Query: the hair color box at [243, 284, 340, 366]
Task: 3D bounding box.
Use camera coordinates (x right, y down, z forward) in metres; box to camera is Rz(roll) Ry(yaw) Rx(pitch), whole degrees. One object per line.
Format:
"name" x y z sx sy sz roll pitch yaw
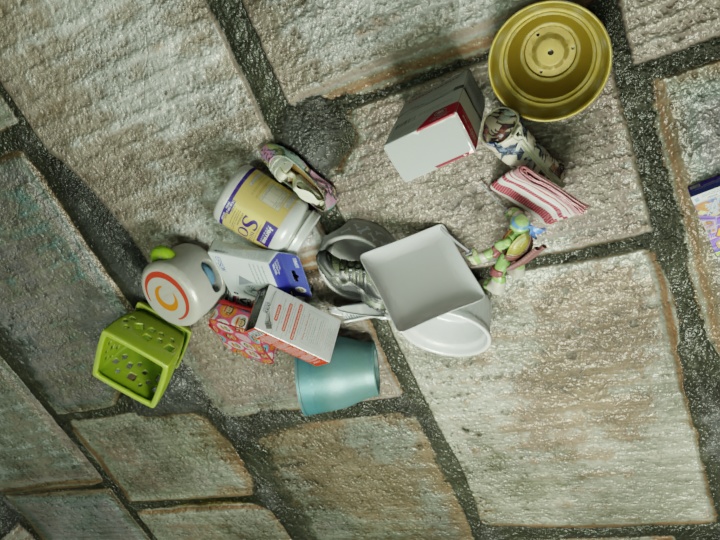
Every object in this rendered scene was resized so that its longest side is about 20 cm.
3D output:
"hair color box" -0.152 0.127 1.456 0.200 0.111 0.064 30 149 -26

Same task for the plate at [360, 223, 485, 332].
"plate" 0.126 0.017 1.327 0.199 0.200 0.032 -21 152 -11

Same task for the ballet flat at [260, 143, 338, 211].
"ballet flat" -0.138 -0.198 1.379 0.200 0.071 0.069 38 126 -7

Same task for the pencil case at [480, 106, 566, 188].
"pencil case" 0.301 -0.211 1.168 0.078 0.089 0.200 -47 130 13

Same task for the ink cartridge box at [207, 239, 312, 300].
"ink cartridge box" -0.222 0.014 1.445 0.199 0.041 0.200 9 151 13

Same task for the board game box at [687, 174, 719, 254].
"board game box" 0.716 -0.125 1.143 0.200 0.045 0.135 -23 112 30

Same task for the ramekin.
"ramekin" 0.193 0.101 1.409 0.200 0.098 0.201 12 150 7

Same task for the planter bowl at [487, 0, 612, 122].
"planter bowl" 0.325 -0.366 1.098 0.200 0.084 0.201 10 125 14

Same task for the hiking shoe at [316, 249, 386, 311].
"hiking shoe" 0.000 0.000 1.400 0.200 0.076 0.101 33 116 -13

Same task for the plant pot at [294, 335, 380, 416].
"plant pot" -0.050 0.250 1.579 0.187 0.200 0.200 -6 121 7

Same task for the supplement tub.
"supplement tub" -0.204 -0.123 1.405 0.200 0.145 0.146 32 127 -3

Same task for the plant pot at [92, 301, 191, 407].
"plant pot" -0.582 0.217 1.741 0.199 0.182 0.200 29 126 -2

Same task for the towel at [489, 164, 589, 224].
"towel" 0.325 -0.137 1.199 0.144 0.200 0.023 32 87 -2

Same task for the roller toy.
"roller toy" -0.435 0.033 1.594 0.182 0.140 0.200 32 130 10

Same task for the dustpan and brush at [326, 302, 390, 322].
"dustpan and brush" 0.027 0.102 1.512 0.199 0.140 0.057 -8 86 -10

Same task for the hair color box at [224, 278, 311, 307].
"hair color box" -0.229 0.055 1.586 0.200 0.061 0.099 20 126 5

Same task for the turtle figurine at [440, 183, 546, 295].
"turtle figurine" 0.274 -0.059 1.295 0.199 0.144 0.194 7 139 15

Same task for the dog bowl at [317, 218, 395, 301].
"dog bowl" -0.007 -0.017 1.461 0.200 0.059 0.200 9 125 13

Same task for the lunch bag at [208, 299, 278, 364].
"lunch bag" -0.301 0.156 1.628 0.176 0.082 0.200 14 151 13

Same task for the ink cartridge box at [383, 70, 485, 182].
"ink cartridge box" 0.140 -0.264 1.160 0.145 0.200 0.083 -21 117 30
